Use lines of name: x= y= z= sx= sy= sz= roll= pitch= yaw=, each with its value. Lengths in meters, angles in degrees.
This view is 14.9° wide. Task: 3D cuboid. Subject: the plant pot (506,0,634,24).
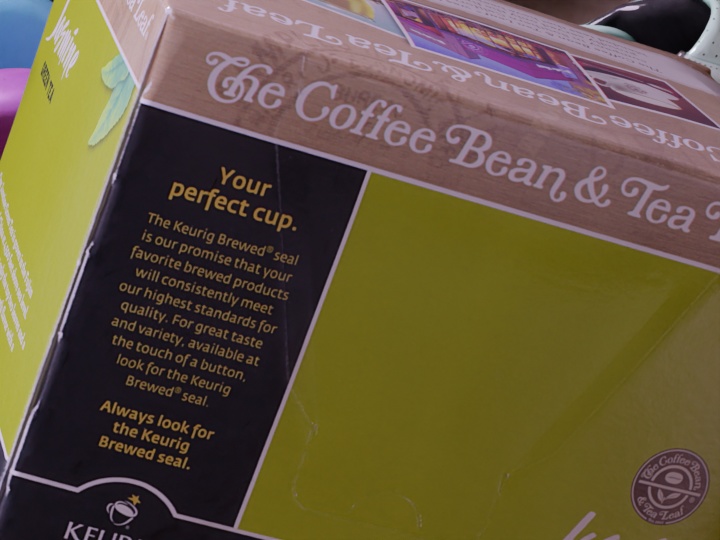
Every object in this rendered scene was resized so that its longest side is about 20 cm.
plant pot: x=0.089 y=-0.184 z=0.941 sx=0.200 sy=0.200 sz=0.185 roll=3 pitch=76 yaw=57

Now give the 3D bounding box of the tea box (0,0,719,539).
tea box: x=-0.002 y=0.024 z=0.757 sx=0.134 sy=0.199 sz=0.198 roll=-119 pitch=48 yaw=-64

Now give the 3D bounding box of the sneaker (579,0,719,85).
sneaker: x=0.066 y=-0.025 z=0.899 sx=0.200 sy=0.118 sz=0.074 roll=-28 pitch=31 yaw=33

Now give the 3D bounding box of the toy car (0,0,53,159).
toy car: x=-0.140 y=-0.014 z=0.989 sx=0.150 sy=0.174 sz=0.201 roll=-37 pitch=46 yaw=47
